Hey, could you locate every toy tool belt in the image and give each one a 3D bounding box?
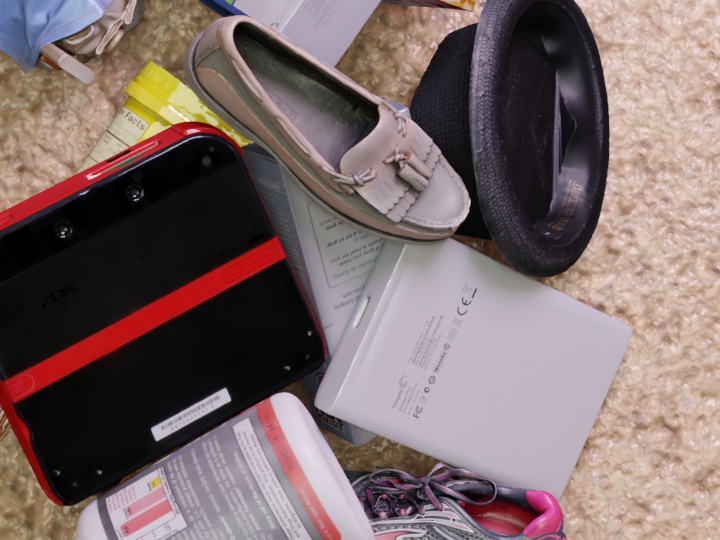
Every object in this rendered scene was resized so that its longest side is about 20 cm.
[{"bbox_3d":[-0.234,-0.206,1.400,0.125,0.123,0.200,-42,101,17],"label":"toy tool belt"}]

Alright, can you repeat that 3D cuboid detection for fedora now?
[{"bbox_3d":[0.088,-0.094,1.415,0.091,0.200,0.202,-5,89,33],"label":"fedora"}]

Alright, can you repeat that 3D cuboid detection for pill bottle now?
[{"bbox_3d":[-0.102,0.170,1.324,0.200,0.116,0.116,-29,89,1],"label":"pill bottle"}]

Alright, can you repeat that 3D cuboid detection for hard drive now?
[{"bbox_3d":[0.077,0.062,1.406,0.200,0.027,0.132,25,89,-33],"label":"hard drive"}]

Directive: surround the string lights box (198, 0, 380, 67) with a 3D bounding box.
[{"bbox_3d":[-0.069,-0.213,1.394,0.200,0.059,0.103,37,91,42],"label":"string lights box"}]

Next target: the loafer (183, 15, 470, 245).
[{"bbox_3d":[-0.015,-0.083,1.299,0.200,0.063,0.072,34,68,-11],"label":"loafer"}]

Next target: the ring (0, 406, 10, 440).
[{"bbox_3d":[-0.323,0.053,1.475,0.199,0.019,0.201,0,90,0],"label":"ring"}]

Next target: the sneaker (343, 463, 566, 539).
[{"bbox_3d":[0.034,0.155,1.400,0.199,0.075,0.081,7,49,-1],"label":"sneaker"}]

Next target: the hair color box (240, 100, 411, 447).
[{"bbox_3d":[0.000,0.000,1.396,0.099,0.061,0.201,-24,113,-24],"label":"hair color box"}]

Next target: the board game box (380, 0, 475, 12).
[{"bbox_3d":[0.032,-0.273,1.408,0.046,0.151,0.201,13,89,-40],"label":"board game box"}]

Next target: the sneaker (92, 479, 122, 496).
[{"bbox_3d":[-0.178,0.043,1.354,0.075,0.079,0.201,-4,92,0],"label":"sneaker"}]

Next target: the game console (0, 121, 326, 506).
[{"bbox_3d":[-0.135,0.022,1.311,0.200,0.031,0.177,-28,108,-17],"label":"game console"}]

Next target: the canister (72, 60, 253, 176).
[{"bbox_3d":[-0.139,-0.015,1.434,0.148,0.087,0.200,36,89,-1],"label":"canister"}]
